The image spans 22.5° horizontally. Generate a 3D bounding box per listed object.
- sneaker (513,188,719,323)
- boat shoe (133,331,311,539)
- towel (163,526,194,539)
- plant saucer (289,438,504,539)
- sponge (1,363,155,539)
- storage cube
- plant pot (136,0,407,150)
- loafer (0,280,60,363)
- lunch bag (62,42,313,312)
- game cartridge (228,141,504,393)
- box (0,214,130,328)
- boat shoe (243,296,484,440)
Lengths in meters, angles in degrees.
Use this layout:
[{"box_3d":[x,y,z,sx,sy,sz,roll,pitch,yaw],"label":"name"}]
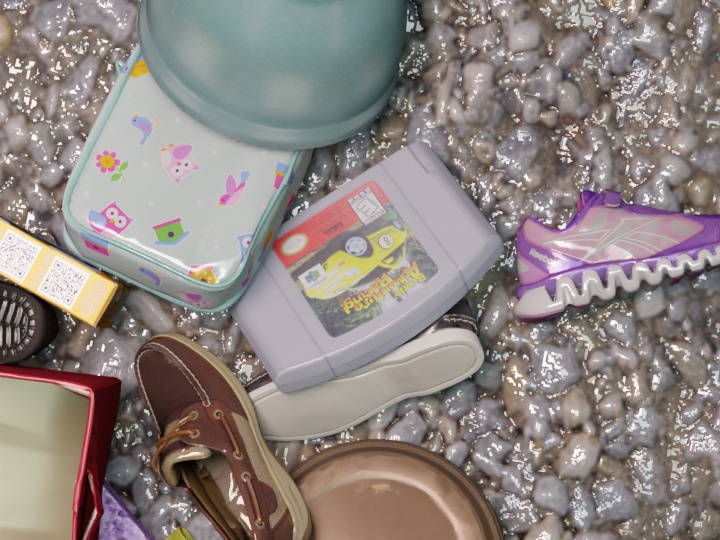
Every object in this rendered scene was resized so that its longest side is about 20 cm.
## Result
[{"box_3d":[0.204,-0.025,1.380,0.199,0.081,0.089,-15,81,-2],"label":"sneaker"},{"box_3d":[-0.116,0.131,1.335,0.072,0.072,0.200,-44,69,31],"label":"boat shoe"},{"box_3d":[-0.110,0.286,1.335,0.086,0.018,0.200,-39,60,-6],"label":"towel"},{"box_3d":[0.012,0.221,1.357,0.199,0.029,0.201,0,70,0],"label":"plant saucer"},{"box_3d":[-0.259,0.168,1.376,0.111,0.030,0.200,-39,90,-3],"label":"sponge"},{"box_3d":[-0.272,0.149,1.272,0.199,0.180,0.172,6,88,-1],"label":"storage cube"},{"box_3d":[-0.051,-0.206,1.298,0.199,0.134,0.201,9,55,-12],"label":"plant pot"},{"box_3d":[-0.311,0.031,1.352,0.199,0.071,0.073,17,88,21],"label":"loafer"},{"box_3d":[-0.127,-0.082,1.345,0.160,0.077,0.201,22,67,4],"label":"lunch bag"},{"box_3d":[0.000,0.000,1.355,0.199,0.041,0.133,-33,59,-5],"label":"game cartridge"},{"box_3d":[-0.267,-0.021,1.336,0.199,0.119,0.042,31,87,-2],"label":"box"},{"box_3d":[-0.005,0.070,1.374,0.199,0.074,0.061,-22,47,13],"label":"boat shoe"}]
